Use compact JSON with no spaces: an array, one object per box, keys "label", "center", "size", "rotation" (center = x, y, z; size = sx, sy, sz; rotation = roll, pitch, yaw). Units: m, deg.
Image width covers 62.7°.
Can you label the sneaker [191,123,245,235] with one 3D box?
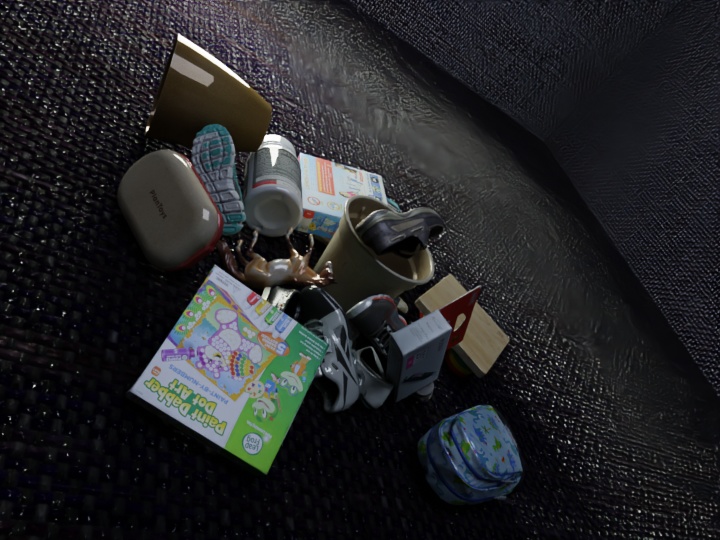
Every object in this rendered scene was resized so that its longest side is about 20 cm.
[{"label":"sneaker","center":[-0.244,-0.151,1.027],"size":[0.076,0.091,0.203],"rotation":[-8,81,-7]}]

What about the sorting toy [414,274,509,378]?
[{"label":"sorting toy","center":[0.207,0.127,1.277],"size":[0.200,0.070,0.198],"rotation":[49,31,8]}]

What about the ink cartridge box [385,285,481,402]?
[{"label":"ink cartridge box","center":[0.125,0.127,0.975],"size":[0.172,0.201,0.044],"rotation":[-26,61,-16]}]

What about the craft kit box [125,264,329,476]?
[{"label":"craft kit box","center":[-0.164,0.129,0.776],"size":[0.199,0.048,0.199],"rotation":[35,60,-14]}]

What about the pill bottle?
[{"label":"pill bottle","center":[-0.170,-0.170,1.148],"size":[0.113,0.114,0.202],"rotation":[26,35,-27]}]

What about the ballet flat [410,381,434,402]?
[{"label":"ballet flat","center":[0.076,0.161,1.108],"size":[0.067,0.047,0.201],"rotation":[-20,56,-20]}]

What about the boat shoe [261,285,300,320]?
[{"label":"boat shoe","center":[-0.129,0.094,0.897],"size":[0.062,0.075,0.202],"rotation":[2,34,3]}]

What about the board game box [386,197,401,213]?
[{"label":"board game box","center":[0.064,-0.100,1.383],"size":[0.150,0.047,0.202],"rotation":[25,34,-48]}]

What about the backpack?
[{"label":"backpack","center":[0.182,0.304,0.978],"size":[0.198,0.154,0.165],"rotation":[-1,57,-34]}]

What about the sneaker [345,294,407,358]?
[{"label":"sneaker","center":[0.046,0.104,1.003],"size":[0.200,0.077,0.083],"rotation":[36,24,-57]}]

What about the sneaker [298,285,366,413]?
[{"label":"sneaker","center":[-0.057,0.124,0.916],"size":[0.088,0.074,0.202],"rotation":[-25,94,-50]}]

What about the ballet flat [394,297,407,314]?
[{"label":"ballet flat","center":[0.024,0.013,1.195],"size":[0.200,0.057,0.066],"rotation":[43,-11,0]}]

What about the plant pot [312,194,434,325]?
[{"label":"plant pot","center":[0.000,0.000,1.071],"size":[0.199,0.184,0.202],"rotation":[30,33,-22]}]

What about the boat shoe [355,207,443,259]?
[{"label":"boat shoe","center":[0.074,-0.055,0.988],"size":[0.198,0.074,0.074],"rotation":[-9,68,-44]}]

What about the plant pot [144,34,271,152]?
[{"label":"plant pot","center":[-0.271,-0.301,1.090],"size":[0.198,0.187,0.188],"rotation":[18,38,-25]}]

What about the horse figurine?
[{"label":"horse figurine","center":[-0.146,-0.013,1.002],"size":[0.197,0.050,0.134],"rotation":[-4,52,-12]}]

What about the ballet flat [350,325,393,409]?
[{"label":"ballet flat","center":[-0.013,0.136,0.997],"size":[0.201,0.069,0.069],"rotation":[53,31,15]}]

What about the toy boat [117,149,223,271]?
[{"label":"toy boat","center":[-0.286,-0.088,0.929],"size":[0.201,0.130,0.131],"rotation":[56,2,20]}]

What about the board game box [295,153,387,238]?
[{"label":"board game box","center":[-0.041,-0.145,1.237],"size":[0.193,0.056,0.202],"rotation":[13,40,-18]}]

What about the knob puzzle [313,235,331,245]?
[{"label":"knob puzzle","center":[-0.056,-0.113,1.297],"size":[0.218,0.030,0.221],"rotation":[31,33,-22]}]
